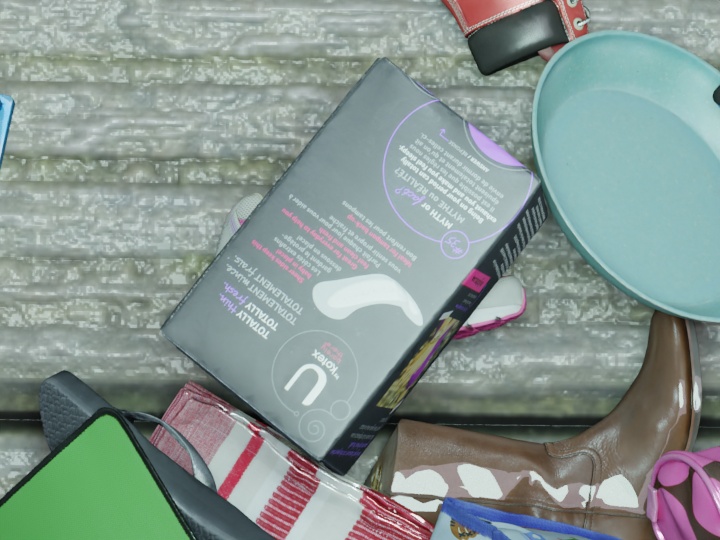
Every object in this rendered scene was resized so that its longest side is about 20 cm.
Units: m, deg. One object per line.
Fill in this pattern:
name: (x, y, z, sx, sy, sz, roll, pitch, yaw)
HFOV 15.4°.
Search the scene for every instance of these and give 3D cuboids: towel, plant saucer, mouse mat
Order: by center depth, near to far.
mouse mat: (-0.159, 0.191, 1.529, 0.200, 0.008, 0.161, -41, 74, 33)
towel: (-0.053, 0.175, 1.579, 0.200, 0.023, 0.144, 30, 104, 2)
plant saucer: (0.178, -0.051, 1.601, 0.200, 0.036, 0.200, 17, 55, -25)

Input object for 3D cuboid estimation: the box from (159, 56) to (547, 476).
box: (0.000, 0.000, 1.510, 0.122, 0.106, 0.200, 39, 86, 11)

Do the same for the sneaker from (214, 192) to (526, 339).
sneaker: (0.002, -0.004, 1.600, 0.199, 0.081, 0.089, 6, 83, -3)

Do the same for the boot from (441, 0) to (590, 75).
boot: (0.135, -0.211, 1.644, 0.200, 0.072, 0.144, -33, 85, 1)

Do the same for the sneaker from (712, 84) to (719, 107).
sneaker: (0.254, -0.081, 1.614, 0.090, 0.078, 0.200, 10, 57, 1)

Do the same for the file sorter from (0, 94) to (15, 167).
file sorter: (-0.320, -0.066, 1.571, 0.199, 0.123, 0.139, 12, 81, -1)

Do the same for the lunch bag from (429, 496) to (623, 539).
lunch bag: (0.121, 0.237, 1.522, 0.200, 0.124, 0.170, 17, 99, -40)

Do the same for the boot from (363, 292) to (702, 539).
boot: (0.102, 0.098, 1.604, 0.199, 0.064, 0.187, 4, 83, 2)

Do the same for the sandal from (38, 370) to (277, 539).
sandal: (-0.107, 0.130, 1.538, 0.200, 0.076, 0.043, 39, 51, 11)

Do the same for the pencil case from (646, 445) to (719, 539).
pencil case: (0.254, 0.106, 1.560, 0.200, 0.094, 0.091, -25, 127, -32)
